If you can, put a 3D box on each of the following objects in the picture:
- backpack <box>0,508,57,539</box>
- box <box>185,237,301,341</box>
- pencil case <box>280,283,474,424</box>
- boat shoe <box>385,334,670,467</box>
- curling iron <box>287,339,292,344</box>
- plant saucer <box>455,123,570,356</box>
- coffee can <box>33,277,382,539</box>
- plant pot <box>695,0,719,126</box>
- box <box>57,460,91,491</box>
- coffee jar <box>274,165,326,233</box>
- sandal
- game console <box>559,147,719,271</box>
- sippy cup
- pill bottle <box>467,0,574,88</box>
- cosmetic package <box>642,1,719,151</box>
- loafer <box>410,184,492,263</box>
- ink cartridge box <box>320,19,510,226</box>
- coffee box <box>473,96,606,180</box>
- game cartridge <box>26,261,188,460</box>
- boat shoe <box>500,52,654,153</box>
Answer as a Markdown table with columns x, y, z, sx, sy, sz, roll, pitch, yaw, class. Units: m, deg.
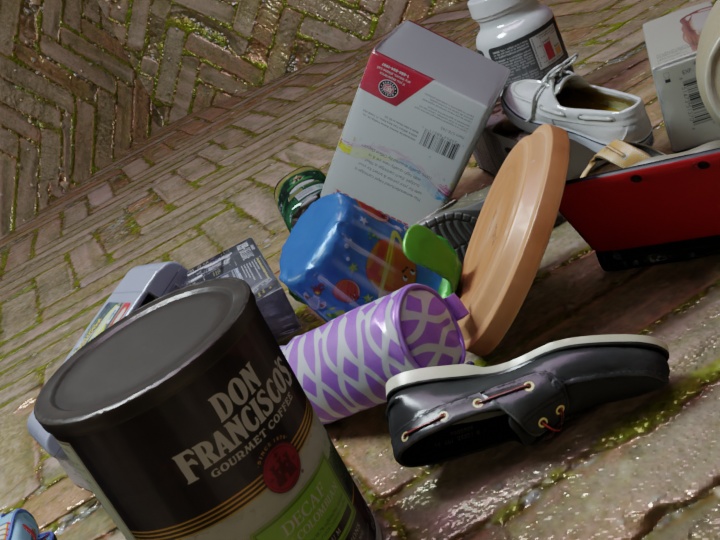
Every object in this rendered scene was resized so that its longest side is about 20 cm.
| x | y | z | sx | sy | sz | roll | pitch | yaw | class |
| --- | --- | --- | --- | --- | --- | --- | --- | --- | --- |
| -0.263 | 0.271 | 0.502 | 0.199 | 0.135 | 0.183 | -30 | 20 | 0 | backpack |
| -0.157 | 0.044 | 0.855 | 0.157 | 0.050 | 0.200 | -28 | 22 | -7 | box |
| -0.004 | 0.073 | 0.680 | 0.199 | 0.084 | 0.086 | -25 | 16 | 40 | pencil case |
| 0.115 | 0.092 | 0.571 | 0.200 | 0.074 | 0.064 | -14 | 53 | 12 | boat shoe |
| 0.001 | 0.042 | 0.872 | 0.199 | 0.026 | 0.049 | -36 | 25 | -22 | curling iron |
| 0.120 | -0.028 | 0.696 | 0.032 | 0.202 | 0.201 | 19 | 26 | -2 | plant saucer |
| -0.091 | 0.127 | 0.534 | 0.145 | 0.201 | 0.147 | -23 | 21 | 9 | coffee can |
| 0.348 | -0.171 | 0.662 | 0.186 | 0.189 | 0.200 | -9 | 12 | 39 | plant pot |
| -0.208 | 0.138 | 0.849 | 0.116 | 0.060 | 0.200 | -1 | 32 | 48 | box |
| -0.062 | -0.077 | 1.120 | 0.085 | 0.105 | 0.200 | -31 | 20 | -1 | coffee jar |
| 0.265 | -0.103 | 0.788 | 0.080 | 0.055 | 0.199 | -4 | -6 | -41 | sandal |
| 0.283 | -0.075 | 0.680 | 0.199 | 0.119 | 0.172 | -9 | 27 | 38 | game console |
| 0.000 | 0.000 | 0.761 | 0.178 | 0.130 | 0.140 | -45 | 28 | 24 | sippy cup |
| 0.230 | -0.300 | 1.159 | 0.116 | 0.201 | 0.117 | -22 | 22 | 9 | pill bottle |
| 0.381 | -0.227 | 0.945 | 0.087 | 0.104 | 0.200 | -16 | 25 | 23 | cosmetic package |
| 0.120 | -0.043 | 0.886 | 0.199 | 0.076 | 0.070 | -25 | 8 | -8 | loafer |
| 0.064 | -0.161 | 0.982 | 0.201 | 0.144 | 0.145 | -66 | -4 | 35 | ink cartridge box |
| 0.217 | -0.168 | 1.032 | 0.112 | 0.080 | 0.200 | -29 | 21 | -3 | coffee box |
| -0.244 | 0.079 | 0.788 | 0.201 | 0.041 | 0.133 | -60 | 20 | -18 | game cartridge |
| 0.219 | -0.187 | 0.876 | 0.074 | 0.086 | 0.202 | -35 | 40 | -13 | boat shoe |
